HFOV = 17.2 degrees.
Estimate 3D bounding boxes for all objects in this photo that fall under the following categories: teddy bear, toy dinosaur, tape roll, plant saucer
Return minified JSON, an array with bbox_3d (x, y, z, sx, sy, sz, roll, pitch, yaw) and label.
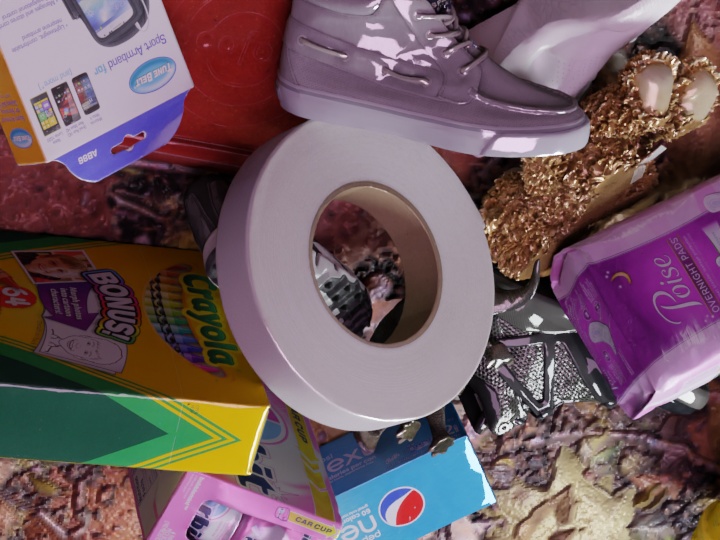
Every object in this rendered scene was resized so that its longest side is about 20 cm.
[{"bbox_3d":[0.152,-0.079,1.578,0.145,0.067,0.200,-18,154,-38],"label":"teddy bear"},{"bbox_3d":[0.039,0.056,1.603,0.077,0.102,0.200,7,124,-47],"label":"toy dinosaur"},{"bbox_3d":[0.000,0.000,1.504,0.202,0.203,0.037,32,150,-27],"label":"tape roll"},{"bbox_3d":[-0.074,-0.146,1.519,0.199,0.037,0.201,9,116,-19],"label":"plant saucer"}]

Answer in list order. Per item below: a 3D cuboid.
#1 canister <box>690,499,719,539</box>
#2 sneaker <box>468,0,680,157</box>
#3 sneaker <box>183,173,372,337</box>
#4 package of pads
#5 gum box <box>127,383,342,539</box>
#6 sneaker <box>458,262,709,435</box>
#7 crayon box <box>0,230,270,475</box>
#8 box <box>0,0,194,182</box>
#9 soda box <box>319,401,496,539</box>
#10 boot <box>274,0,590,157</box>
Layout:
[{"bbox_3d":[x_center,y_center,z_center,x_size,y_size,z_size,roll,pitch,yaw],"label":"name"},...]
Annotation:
[{"bbox_3d":[0.342,0.152,1.720,0.148,0.087,0.200,-4,141,-24],"label":"canister"},{"bbox_3d":[0.137,-0.145,1.562,0.200,0.075,0.089,-30,135,11],"label":"sneaker"},{"bbox_3d":[-0.056,-0.009,1.583,0.066,0.091,0.200,-38,147,9],"label":"sneaker"},{"bbox_3d":[0.240,0.002,1.609,0.199,0.121,0.076,-25,165,-17],"label":"package of pads"},{"bbox_3d":[-0.090,0.124,1.570,0.113,0.200,0.066,22,112,-23],"label":"gum box"},{"bbox_3d":[0.143,0.072,1.677,0.199,0.076,0.114,22,114,-21],"label":"sneaker"},{"bbox_3d":[-0.162,0.048,1.509,0.172,0.200,0.058,5,117,-17],"label":"crayon box"},{"bbox_3d":[-0.179,-0.156,1.421,0.119,0.041,0.201,-31,110,-34],"label":"box"},{"bbox_3d":[-0.011,0.166,1.695,0.199,0.064,0.068,-25,122,1],"label":"soda box"},{"bbox_3d":[0.049,-0.132,1.474,0.199,0.074,0.096,9,115,1],"label":"boot"}]
